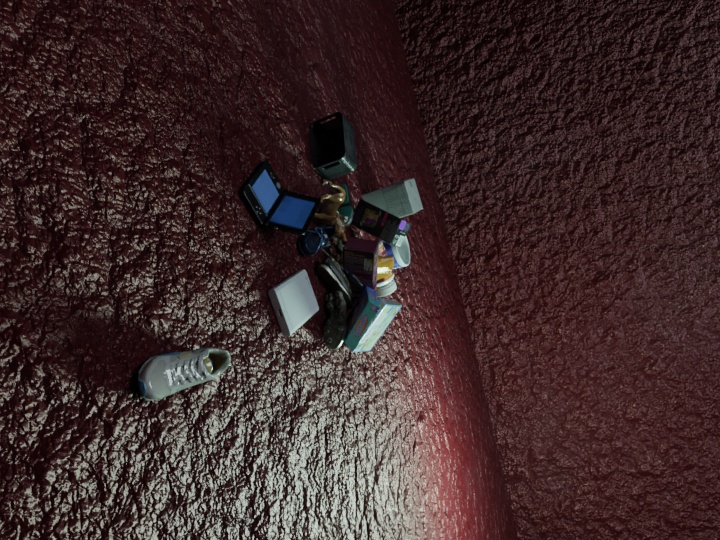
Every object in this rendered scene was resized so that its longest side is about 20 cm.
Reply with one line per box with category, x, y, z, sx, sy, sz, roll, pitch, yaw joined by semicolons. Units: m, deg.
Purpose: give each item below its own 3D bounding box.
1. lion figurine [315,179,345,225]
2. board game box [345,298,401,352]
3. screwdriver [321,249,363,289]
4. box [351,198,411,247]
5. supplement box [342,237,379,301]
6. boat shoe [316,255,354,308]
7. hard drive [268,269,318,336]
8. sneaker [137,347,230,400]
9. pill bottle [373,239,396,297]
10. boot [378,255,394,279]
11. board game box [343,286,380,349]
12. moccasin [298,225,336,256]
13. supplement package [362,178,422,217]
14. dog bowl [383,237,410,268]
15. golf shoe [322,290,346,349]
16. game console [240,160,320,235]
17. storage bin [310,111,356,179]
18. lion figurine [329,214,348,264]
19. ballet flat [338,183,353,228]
lion figurine;-0.095;-0.216;1.654;0.121;0.200;0.073;5;61;-30
board game box;0.047;0.186;1.724;0.034;0.201;0.134;40;13;25
screwdriver;-0.064;-0.016;1.680;0.200;0.029;0.028;48;-17;-2
box;0.076;-0.182;1.984;0.107;0.199;0.122;-63;156;7
supplement box;0.000;0.000;1.730;0.086;0.109;0.202;-65;161;-58
boat shoe;-0.067;0.041;1.668;0.061;0.071;0.202;-57;130;-33
hard drive;-0.183;0.086;1.434;0.200;0.026;0.133;-41;115;-66
sneaker;-0.326;0.183;0.952;0.200;0.080;0.077;-18;94;-67
pill bottle;0.064;-0.007;1.976;0.202;0.113;0.114;68;23;-16
boot;0.056;-0.038;1.840;0.202;0.143;0.071;96;-29;-46
board game box;0.001;0.144;1.617;0.045;0.153;0.200;30;8;-8
moccasin;-0.134;-0.109;1.618;0.081;0.068;0.200;68;23;-18
supplement package;0.145;-0.301;2.243;0.191;0.198;0.149;-34;107;-68
dog bowl;0.154;-0.110;2.309;0.200;0.078;0.202;47;36;-50
golf shoe;-0.066;0.167;1.612;0.097;0.077;0.202;58;28;-50
game console;-0.216;-0.206;1.416;0.201;0.115;0.177;-73;143;-53
storage bin;-0.096;-0.444;1.826;0.094;0.134;0.202;35;45;-58
lion figurine;-0.062;-0.095;1.807;0.123;0.072;0.202;-96;175;-53
ballet flat;-0.054;-0.229;1.899;0.069;0.067;0.202;62;23;-58
